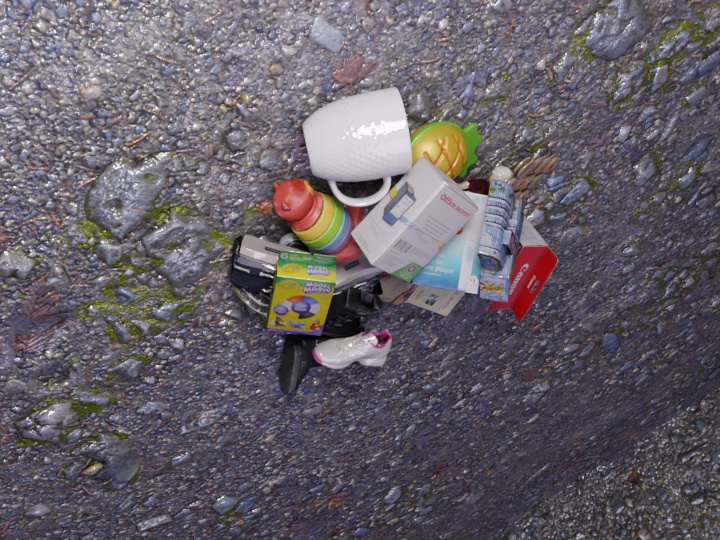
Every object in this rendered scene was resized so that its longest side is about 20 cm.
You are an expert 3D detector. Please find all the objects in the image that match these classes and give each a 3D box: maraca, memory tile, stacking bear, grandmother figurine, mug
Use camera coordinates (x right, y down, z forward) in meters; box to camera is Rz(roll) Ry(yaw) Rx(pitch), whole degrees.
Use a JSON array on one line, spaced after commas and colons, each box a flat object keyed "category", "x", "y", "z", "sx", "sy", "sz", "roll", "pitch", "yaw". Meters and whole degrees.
[{"category": "maraca", "x": 0.160, "y": -0.225, "z": 1.468, "sx": 0.198, "sy": 0.107, "sz": 0.139, "roll": -14, "pitch": 133, "yaw": -34}, {"category": "memory tile", "x": 0.348, "y": -0.189, "z": 1.624, "sx": 0.199, "sy": 0.017, "sz": 0.154, "roll": -16, "pitch": 150, "yaw": -54}, {"category": "stacking bear", "x": -0.086, "y": -0.104, "z": 1.437, "sx": 0.113, "sy": 0.123, "sz": 0.199, "roll": -34, "pitch": 139, "yaw": 20}, {"category": "grandmother figurine", "x": 0.245, "y": -0.153, "z": 1.634, "sx": 0.199, "sy": 0.061, "sz": 0.121, "roll": -36, "pitch": 149, "yaw": 10}, {"category": "mug", "x": -0.006, "y": -0.207, "z": 1.336, "sx": 0.172, "sy": 0.148, "sz": 0.203, "roll": -11, "pitch": 121, "yaw": -3}]

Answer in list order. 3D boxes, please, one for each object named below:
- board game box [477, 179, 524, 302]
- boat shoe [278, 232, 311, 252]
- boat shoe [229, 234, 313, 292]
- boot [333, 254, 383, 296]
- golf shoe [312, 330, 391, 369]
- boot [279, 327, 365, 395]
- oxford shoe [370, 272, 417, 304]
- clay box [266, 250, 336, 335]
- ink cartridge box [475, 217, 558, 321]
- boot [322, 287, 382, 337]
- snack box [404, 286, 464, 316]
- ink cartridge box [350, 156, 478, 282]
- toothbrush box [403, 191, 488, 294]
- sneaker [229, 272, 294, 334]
[{"category": "board game box", "x": 0.279, "y": -0.049, "z": 1.513, "sx": 0.061, "sy": 0.203, "sz": 0.200, "roll": 8, "pitch": 168, "yaw": 17}, {"category": "boat shoe", "x": -0.121, "y": 0.006, "z": 1.567, "sx": 0.068, "sy": 0.057, "sz": 0.202, "roll": -22, "pitch": 138, "yaw": -11}, {"category": "boat shoe", "x": -0.162, "y": 0.005, "z": 1.486, "sx": 0.197, "sy": 0.075, "sz": 0.094, "roll": 20, "pitch": 118, "yaw": -8}, {"category": "boot", "x": 0.000, "y": 0.000, "z": 1.642, "sx": 0.197, "sy": 0.074, "sz": 0.091, "roll": -21, "pitch": 154, "yaw": -9}, {"category": "golf shoe", "x": -0.015, "y": 0.169, "z": 1.703, "sx": 0.197, "sy": 0.076, "sz": 0.092, "roll": -1, "pitch": 137, "yaw": -35}, {"category": "boot", "x": -0.086, "y": 0.217, "z": 1.800, "sx": 0.197, "sy": 0.066, "sz": 0.166, "roll": -9, "pitch": 138, "yaw": -30}, {"category": "oxford shoe", "x": 0.080, "y": 0.016, "z": 1.671, "sx": 0.073, "sy": 0.072, "sz": 0.201, "roll": 8, "pitch": 145, "yaw": -17}, {"category": "clay box", "x": -0.114, "y": 0.046, "z": 1.449, "sx": 0.113, "sy": 0.048, "sz": 0.201, "roll": 6, "pitch": 140, "yaw": -10}, {"category": "ink cartridge box", "x": 0.341, "y": -0.009, "z": 1.750, "sx": 0.083, "sy": 0.177, "sz": 0.202, "roll": -2, "pitch": 133, "yaw": -30}, {"category": "boot", "x": -0.019, "y": 0.088, "z": 1.639, "sx": 0.163, "sy": 0.067, "sz": 0.199, "roll": -1, "pitch": 160, "yaw": -38}, {"category": "snack box", "x": 0.196, "y": 0.008, "z": 1.686, "sx": 0.115, "sy": 0.037, "sz": 0.201, "roll": 20, "pitch": 124, "yaw": -23}, {"category": "ink cartridge box", "x": 0.103, "y": -0.090, "z": 1.407, "sx": 0.200, "sy": 0.088, "sz": 0.145, "roll": -45, "pitch": 145, "yaw": 16}, {"category": "toothbrush box", "x": 0.178, "y": -0.063, "z": 1.553, "sx": 0.144, "sy": 0.085, "sz": 0.204, "roll": 10, "pitch": 89, "yaw": -11}, {"category": "sneaker", "x": -0.210, "y": 0.072, "z": 1.571, "sx": 0.088, "sy": 0.078, "sz": 0.200, "roll": -11, "pitch": 135, "yaw": 41}]
